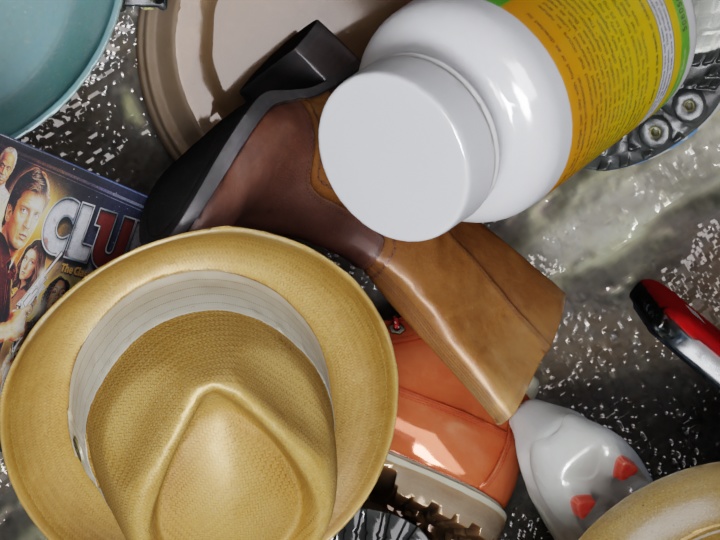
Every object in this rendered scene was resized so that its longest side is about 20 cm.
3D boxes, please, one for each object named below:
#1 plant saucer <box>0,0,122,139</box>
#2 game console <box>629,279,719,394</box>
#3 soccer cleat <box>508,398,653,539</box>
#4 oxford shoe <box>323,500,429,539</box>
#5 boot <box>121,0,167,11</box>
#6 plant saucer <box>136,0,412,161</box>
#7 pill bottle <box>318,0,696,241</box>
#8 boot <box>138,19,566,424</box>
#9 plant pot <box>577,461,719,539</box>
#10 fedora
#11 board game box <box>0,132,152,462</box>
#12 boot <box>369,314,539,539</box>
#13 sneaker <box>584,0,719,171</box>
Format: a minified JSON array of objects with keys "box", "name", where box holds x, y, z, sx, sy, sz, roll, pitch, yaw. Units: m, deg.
[{"box":[-0.208,-0.141,1.214,0.199,0.036,0.201,1,80,-5],"name":"plant saucer"},{"box":[0.175,0.106,1.296,0.172,0.200,0.119,39,95,-1],"name":"game console"},{"box":[0.135,0.140,1.337,0.069,0.078,0.200,-36,128,-8],"name":"soccer cleat"},{"box":[-0.057,0.129,1.303,0.199,0.084,0.073,19,90,7],"name":"oxford shoe"},{"box":[-0.167,-0.121,1.271,0.153,0.073,0.204,-2,86,-8],"name":"boot"},{"box":[-0.014,-0.115,1.337,0.199,0.029,0.201,0,89,-15],"name":"plant saucer"},{"box":[0.068,-0.090,1.249,0.200,0.111,0.111,-36,99,-47],"name":"pill bottle"},{"box":[0.000,0.000,1.259,0.068,0.188,0.200,-35,102,32],"name":"boot"},{"box":[0.172,0.186,1.182,0.199,0.027,0.201,-2,98,-12],"name":"plant pot"},{"box":[-0.065,0.081,1.179,0.200,0.082,0.201,-7,122,-12],"name":"fedora"},{"box":[-0.155,0.014,1.199,0.035,0.200,0.136,20,88,32],"name":"board game box"},{"box":[-0.004,0.054,1.322,0.200,0.075,0.107,28,70,-12],"name":"boot"},{"box":[0.180,-0.127,1.368,0.072,0.072,0.200,44,94,7],"name":"sneaker"}]
